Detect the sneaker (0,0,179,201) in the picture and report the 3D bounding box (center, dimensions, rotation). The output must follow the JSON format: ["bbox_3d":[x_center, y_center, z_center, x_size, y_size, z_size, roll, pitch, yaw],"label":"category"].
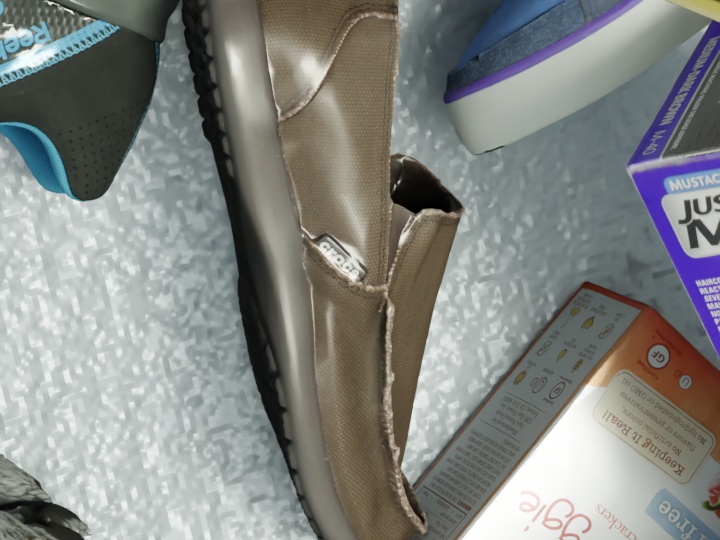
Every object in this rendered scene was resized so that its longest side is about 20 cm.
[{"bbox_3d":[-0.147,-0.073,0.821,0.199,0.073,0.082,12,94,-20],"label":"sneaker"}]

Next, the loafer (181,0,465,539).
[{"bbox_3d":[0.000,0.000,0.866,0.071,0.073,0.201,-14,119,-7],"label":"loafer"}]

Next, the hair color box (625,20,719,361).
[{"bbox_3d":[0.155,0.017,0.833,0.201,0.065,0.109,63,38,-25],"label":"hair color box"}]

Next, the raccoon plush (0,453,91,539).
[{"bbox_3d":[-0.171,0.101,0.849,0.199,0.097,0.134,30,98,-5],"label":"raccoon plush"}]

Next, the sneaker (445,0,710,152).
[{"bbox_3d":[0.076,-0.147,0.885,0.200,0.081,0.147,-36,94,0],"label":"sneaker"}]

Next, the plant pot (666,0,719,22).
[{"bbox_3d":[0.069,-0.176,0.749,0.199,0.176,0.201,22,95,11],"label":"plant pot"}]

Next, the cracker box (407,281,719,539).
[{"bbox_3d":[0.064,0.124,0.936,0.134,0.058,0.200,41,85,-20],"label":"cracker box"}]
